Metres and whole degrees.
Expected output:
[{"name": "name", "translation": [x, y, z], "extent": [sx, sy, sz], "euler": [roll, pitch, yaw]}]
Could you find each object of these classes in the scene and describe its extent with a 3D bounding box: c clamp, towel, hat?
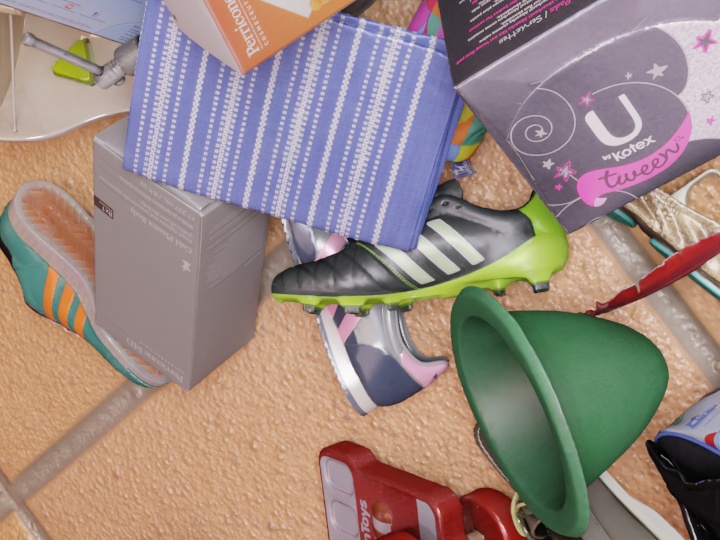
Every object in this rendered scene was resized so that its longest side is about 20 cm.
[{"name": "c clamp", "translation": [-0.086, -0.161, 0.776], "extent": [0.200, 0.171, 0.027], "euler": [-26, 70, 21]}, {"name": "towel", "translation": [-0.041, -0.099, 0.739], "extent": [0.200, 0.024, 0.145], "euler": [16, 119, 1]}, {"name": "hat", "translation": [0.171, 0.054, 0.740], "extent": [0.176, 0.200, 0.166], "euler": [-22, 90, -11]}]

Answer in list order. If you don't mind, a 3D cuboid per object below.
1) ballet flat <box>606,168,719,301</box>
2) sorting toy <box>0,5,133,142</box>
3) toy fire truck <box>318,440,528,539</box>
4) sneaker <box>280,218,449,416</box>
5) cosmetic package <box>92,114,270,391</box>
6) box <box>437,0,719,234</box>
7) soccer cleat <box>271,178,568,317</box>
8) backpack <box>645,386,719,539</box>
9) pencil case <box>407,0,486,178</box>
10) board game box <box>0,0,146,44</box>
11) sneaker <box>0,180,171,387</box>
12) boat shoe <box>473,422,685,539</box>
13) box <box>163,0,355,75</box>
[{"name": "ballet flat", "translation": [0.188, -0.045, 0.748], "extent": [0.200, 0.071, 0.065], "euler": [36, 95, 10]}, {"name": "sorting toy", "translation": [-0.185, -0.191, 0.861], "extent": [0.180, 0.107, 0.200], "euler": [11, 121, 5]}, {"name": "toy fire truck", "translation": [0.036, 0.240, 0.915], "extent": [0.168, 0.112, 0.200], "euler": [13, 116, 51]}, {"name": "sneaker", "translation": [0.000, 0.000, 0.869], "extent": [0.082, 0.070, 0.200], "euler": [-21, 96, 9]}, {"name": "cosmetic package", "translation": [-0.132, -0.018, 0.878], "extent": [0.107, 0.090, 0.200], "euler": [32, 137, 20]}, {"name": "box", "translation": [0.160, -0.133, 0.642], "extent": [0.200, 0.115, 0.132], "euler": [-28, 128, 22]}, {"name": "soccer cleat", "translation": [0.037, -0.015, 0.803], "extent": [0.200, 0.068, 0.081], "euler": [-8, 84, 2]}, {"name": "backpack", "translation": [0.268, 0.133, 0.689], "extent": [0.190, 0.154, 0.200], "euler": [19, 142, 60]}, {"name": "pencil case", "translation": [0.076, -0.158, 0.746], "extent": [0.088, 0.088, 0.200], "euler": [35, 120, 14]}, {"name": "board game box", "translation": [-0.135, -0.180, 0.747], "extent": [0.103, 0.200, 0.019], "euler": [-29, 69, 30]}, {"name": "sneaker", "translation": [-0.226, 0.022, 0.995], "extent": [0.200, 0.071, 0.080], "euler": [52, 135, 3]}, {"name": "boat shoe", "translation": [0.139, 0.160, 0.803], "extent": [0.202, 0.060, 0.072], "euler": [42, 152, 39]}, {"name": "box", "translation": [-0.027, -0.218, 0.634], "extent": [0.097, 0.200, 0.124], "euler": [42, 164, 50]}]
